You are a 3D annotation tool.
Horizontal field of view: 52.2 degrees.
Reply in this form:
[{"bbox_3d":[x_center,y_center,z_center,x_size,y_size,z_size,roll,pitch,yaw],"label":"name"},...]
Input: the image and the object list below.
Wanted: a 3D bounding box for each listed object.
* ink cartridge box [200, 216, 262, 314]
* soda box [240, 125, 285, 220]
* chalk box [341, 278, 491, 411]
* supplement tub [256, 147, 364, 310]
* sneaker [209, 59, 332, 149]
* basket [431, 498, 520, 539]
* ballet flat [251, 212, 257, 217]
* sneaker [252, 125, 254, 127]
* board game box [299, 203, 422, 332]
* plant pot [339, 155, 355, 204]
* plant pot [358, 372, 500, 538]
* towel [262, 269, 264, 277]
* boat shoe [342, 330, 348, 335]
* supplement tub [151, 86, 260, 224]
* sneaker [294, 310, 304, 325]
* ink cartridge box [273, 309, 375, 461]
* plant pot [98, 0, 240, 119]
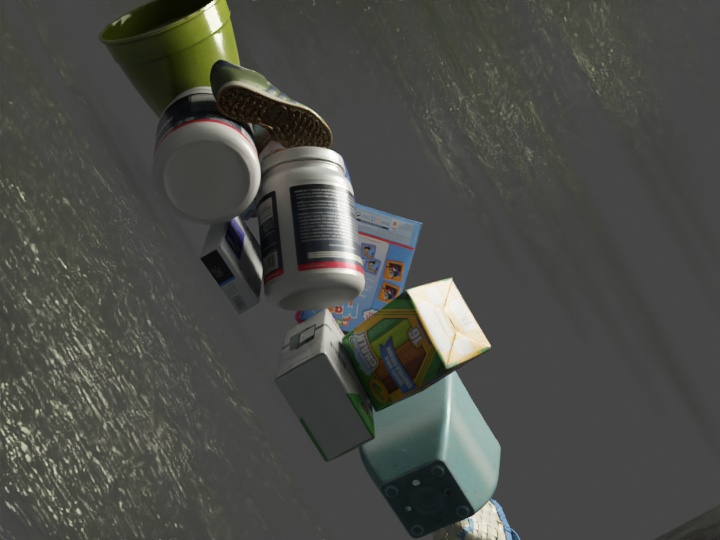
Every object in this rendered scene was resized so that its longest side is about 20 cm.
[{"bbox_3d":[-0.183,-0.022,1.074,0.100,0.039,0.200,58,8,-20],"label":"ink cartridge box"},{"bbox_3d":[-0.160,-0.161,1.140,0.063,0.200,0.069,15,54,-32],"label":"soda box"},{"bbox_3d":[0.065,0.119,1.088,0.123,0.200,0.125,-12,68,-49],"label":"chalk box"},{"bbox_3d":[-0.073,-0.055,1.035,0.140,0.139,0.202,42,39,-70],"label":"supplement tub"},{"bbox_3d":[-0.125,-0.231,1.015,0.199,0.067,0.090,18,33,-46],"label":"sneaker"},{"bbox_3d":[0.229,0.506,1.359,0.199,0.140,0.177,27,14,-11],"label":"basket"},{"bbox_3d":[-0.230,-0.192,1.346,0.201,0.068,0.068,58,7,-12],"label":"ballet flat"},{"bbox_3d":[-0.214,-0.214,1.229,0.199,0.070,0.083,19,-43,45],"label":"sneaker"},{"bbox_3d":[0.000,0.000,1.185,0.150,0.202,0.037,16,0,-9],"label":"board game box"},{"bbox_3d":[-0.095,-0.119,1.542,0.200,0.199,0.181,-94,160,-78],"label":"plant pot"},{"bbox_3d":[0.112,0.320,1.214,0.197,0.195,0.200,58,16,-16],"label":"plant pot"},{"bbox_3d":[-0.105,-0.051,1.219,0.200,0.085,0.167,66,39,-83],"label":"towel"},{"bbox_3d":[0.004,0.084,1.245,0.201,0.072,0.072,59,14,-15],"label":"boat shoe"},{"bbox_3d":[-0.214,-0.165,1.020,0.141,0.140,0.200,55,7,-32],"label":"supplement tub"},{"bbox_3d":[-0.062,0.112,1.279,0.089,0.081,0.200,58,15,-24],"label":"sneaker"},{"bbox_3d":[-0.049,0.162,1.081,0.147,0.084,0.200,59,6,-12],"label":"ink cartridge box"},{"bbox_3d":[-0.267,-0.309,1.140,0.201,0.199,0.194,-111,180,-56],"label":"plant pot"}]
